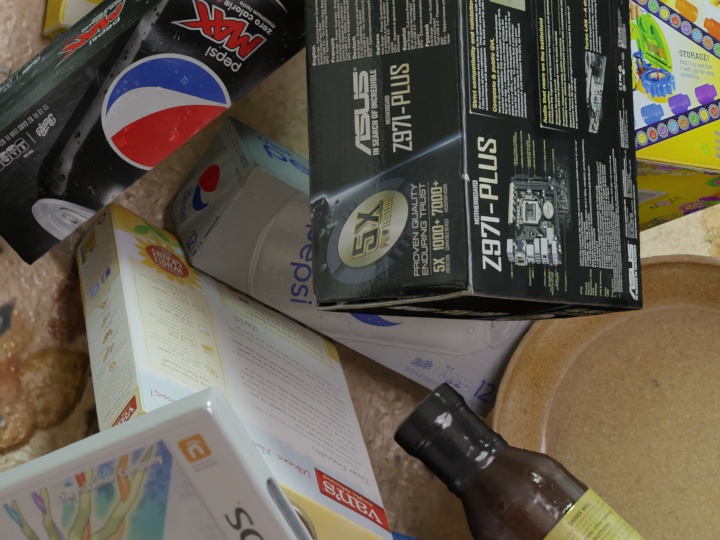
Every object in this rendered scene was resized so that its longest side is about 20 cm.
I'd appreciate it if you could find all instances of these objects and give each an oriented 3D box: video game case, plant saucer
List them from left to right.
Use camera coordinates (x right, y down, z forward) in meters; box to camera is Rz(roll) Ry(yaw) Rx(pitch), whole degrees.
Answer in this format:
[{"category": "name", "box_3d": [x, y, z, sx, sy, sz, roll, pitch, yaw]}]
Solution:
[{"category": "video game case", "box_3d": [-0.103, 0.161, 0.993, 0.183, 0.199, 0.022, 60, 23, -19]}, {"category": "plant saucer", "box_3d": [0.168, 0.093, 1.172, 0.198, 0.035, 0.202, 0, 89, 10]}]

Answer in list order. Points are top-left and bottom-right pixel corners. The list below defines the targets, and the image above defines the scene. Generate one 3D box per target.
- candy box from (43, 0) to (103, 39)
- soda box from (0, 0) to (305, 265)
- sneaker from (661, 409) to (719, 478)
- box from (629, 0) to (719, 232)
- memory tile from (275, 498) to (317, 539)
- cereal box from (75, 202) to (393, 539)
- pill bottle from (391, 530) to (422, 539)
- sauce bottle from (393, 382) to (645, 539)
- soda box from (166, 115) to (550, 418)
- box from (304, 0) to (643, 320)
[{"category": "candy box", "box_3d": [-0.109, -0.205, 1.195, 0.102, 0.026, 0.202, 18, 69, -34]}, {"category": "soda box", "box_3d": [-0.103, -0.095, 1.062, 0.063, 0.199, 0.071, 48, 12, -24]}, {"category": "sneaker", "box_3d": [0.139, 0.132, 1.222, 0.075, 0.115, 0.202, 31, 63, -24]}, {"category": "box", "box_3d": [0.112, -0.122, 1.218, 0.121, 0.199, 0.195, 6, 74, -32]}, {"category": "memory tile", "box_3d": [-0.064, 0.194, 1.027, 0.153, 0.199, 0.017, 46, 26, -15]}, {"category": "cereal box", "box_3d": [-0.064, 0.057, 1.075, 0.143, 0.040, 0.200, 31, 20, -24]}, {"category": "pill bottle", "box_3d": [0.009, 0.186, 1.121, 0.199, 0.112, 0.113, 19, 68, -29]}, {"category": "sauce bottle", "box_3d": [0.102, 0.138, 1.133, 0.200, 0.065, 0.065, 45, 55, 9]}, {"category": "soda box", "box_3d": [0.000, 0.000, 1.173, 0.199, 0.068, 0.064, 29, 105, -27]}, {"category": "box", "box_3d": [0.054, -0.080, 1.034, 0.163, 0.086, 0.202, 4, 82, -56]}]
